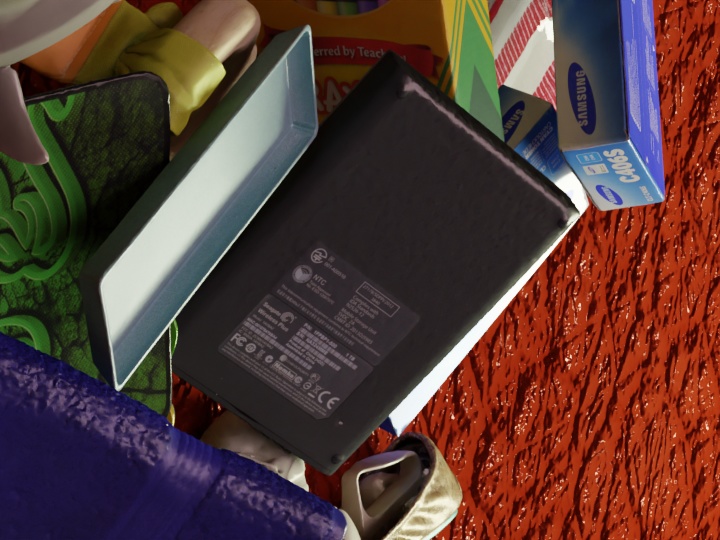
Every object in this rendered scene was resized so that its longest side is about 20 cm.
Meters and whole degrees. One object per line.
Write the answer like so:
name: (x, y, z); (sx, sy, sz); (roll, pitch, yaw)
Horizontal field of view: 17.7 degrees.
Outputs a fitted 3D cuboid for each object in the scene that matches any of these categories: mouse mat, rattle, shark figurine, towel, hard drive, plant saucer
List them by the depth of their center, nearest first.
shark figurine: (-0.129, -0.133, 0.944); (0.214, 0.128, 0.090); (-37, 174, 2)
mouse mat: (-0.157, 0.012, 1.046); (0.160, 0.008, 0.201); (-16, 126, -26)
towel: (-0.125, 0.119, 1.053); (0.200, 0.050, 0.148); (30, 109, -21)
plant saucer: (-0.073, -0.034, 1.072); (0.200, 0.019, 0.070); (-54, 152, -40)
rattle: (-0.120, -0.106, 1.146); (0.200, 0.142, 0.131); (-54, 163, -71)
hard drive: (0.000, 0.000, 1.205); (0.139, 0.033, 0.200); (37, 105, -29)
towel: (0.094, -0.121, 1.430); (0.144, 0.023, 0.200); (-58, 143, -29)

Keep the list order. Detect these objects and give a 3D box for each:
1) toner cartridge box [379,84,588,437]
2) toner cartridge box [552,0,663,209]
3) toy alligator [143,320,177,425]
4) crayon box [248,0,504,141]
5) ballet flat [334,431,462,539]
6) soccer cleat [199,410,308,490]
toner cartridge box: (0.053, -0.007, 1.374); (0.200, 0.043, 0.095); (-50, 141, -21)
toner cartridge box: (0.147, -0.148, 1.393); (0.095, 0.043, 0.201); (45, 41, -60)
toy alligator: (-0.128, 0.112, 1.171); (0.054, 0.059, 0.201); (4, 106, -12)
crayon box: (0.002, -0.137, 1.229); (0.051, 0.127, 0.201); (-41, 129, -50)
ballet flat: (-0.007, 0.155, 1.350); (0.200, 0.070, 0.066); (-42, 120, -53)
soccer cleat: (-0.068, 0.140, 1.200); (0.078, 0.069, 0.200); (95, 7, -47)
